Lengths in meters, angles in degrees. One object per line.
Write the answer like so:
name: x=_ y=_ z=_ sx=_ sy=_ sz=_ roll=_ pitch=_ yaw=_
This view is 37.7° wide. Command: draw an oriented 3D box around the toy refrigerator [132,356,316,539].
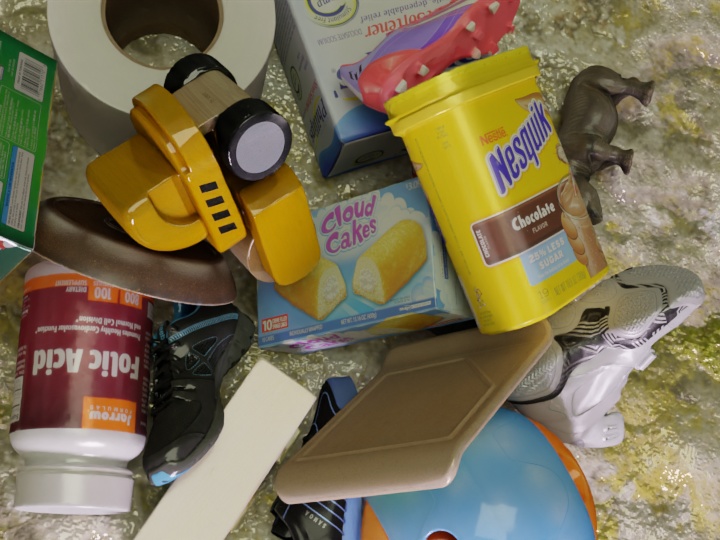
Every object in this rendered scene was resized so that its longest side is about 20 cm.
toy refrigerator: x=-0.119 y=0.182 z=0.917 sx=0.070 sy=0.076 sz=0.201 roll=34 pitch=71 yaw=0

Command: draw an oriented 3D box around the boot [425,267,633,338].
boot: x=0.162 y=0.023 z=0.966 sx=0.199 sy=0.066 sz=0.166 roll=34 pitch=93 yaw=-21

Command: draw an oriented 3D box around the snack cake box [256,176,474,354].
snack cake box: x=0.000 y=0.000 z=0.931 sx=0.067 sy=0.198 sz=0.117 roll=13 pitch=68 yaw=-50

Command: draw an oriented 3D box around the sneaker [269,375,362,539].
sneaker: x=-0.040 y=0.192 z=0.933 sx=0.077 sy=0.070 sz=0.203 roll=4 pitch=71 yaw=-12

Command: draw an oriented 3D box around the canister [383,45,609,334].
canister: x=0.116 y=-0.066 z=0.859 sx=0.148 sy=0.086 sz=0.202 roll=-27 pitch=96 yaw=-46

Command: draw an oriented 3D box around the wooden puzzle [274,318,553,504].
wooden puzzle: x=0.047 y=0.115 z=0.848 sx=0.200 sy=0.184 sz=0.038 roll=-45 pitch=111 yaw=-46

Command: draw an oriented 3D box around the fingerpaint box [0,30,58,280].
fingerpaint box: x=-0.329 y=-0.071 z=0.864 sx=0.073 sy=0.166 sz=0.202 roll=25 pitch=46 yaw=-36

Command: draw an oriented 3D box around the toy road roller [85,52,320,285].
toy road roller: x=-0.130 y=-0.062 z=0.860 sx=0.145 sy=0.201 sz=0.123 roll=-34 pitch=48 yaw=-15

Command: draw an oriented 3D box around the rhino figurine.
rhino figurine: x=0.236 y=-0.123 z=1.078 sx=0.086 sy=0.060 sz=0.202 roll=17 pitch=72 yaw=14

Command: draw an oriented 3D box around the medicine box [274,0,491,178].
medicine box: x=0.021 y=-0.219 z=1.041 sx=0.180 sy=0.103 sz=0.202 roll=-18 pitch=78 yaw=-15

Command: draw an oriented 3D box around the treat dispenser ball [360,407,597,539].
treat dispenser ball: x=0.098 y=0.215 z=0.884 sx=0.198 sy=0.201 sz=0.204 roll=3 pitch=74 yaw=-10

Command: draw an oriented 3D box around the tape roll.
tape roll: x=-0.183 y=-0.206 z=0.978 sx=0.200 sy=0.139 sz=0.206 roll=3 pitch=74 yaw=-11

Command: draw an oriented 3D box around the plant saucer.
plant saucer: x=-0.195 y=-0.022 z=0.898 sx=0.198 sy=0.200 sz=0.032 roll=20 pitch=99 yaw=-5

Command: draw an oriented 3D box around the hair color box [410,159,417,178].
hair color box: x=0.111 y=-0.060 z=0.985 sx=0.109 sy=0.064 sz=0.203 roll=-13 pitch=109 yaw=-14

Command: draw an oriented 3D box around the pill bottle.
pill bottle: x=-0.236 y=0.101 z=0.896 sx=0.112 sy=0.114 sz=0.203 roll=3 pitch=74 yaw=-10

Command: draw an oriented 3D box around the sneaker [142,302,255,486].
sneaker: x=-0.155 y=0.092 z=0.897 sx=0.082 sy=0.073 sz=0.201 roll=48 pitch=32 yaw=-27

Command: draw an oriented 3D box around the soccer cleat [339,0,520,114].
soccer cleat: x=0.069 y=-0.214 z=0.965 sx=0.076 sy=0.067 sz=0.200 roll=34 pitch=63 yaw=28

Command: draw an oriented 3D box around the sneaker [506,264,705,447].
sneaker: x=0.220 y=0.081 z=0.929 sx=0.198 sy=0.075 sz=0.115 roll=-30 pitch=122 yaw=9
